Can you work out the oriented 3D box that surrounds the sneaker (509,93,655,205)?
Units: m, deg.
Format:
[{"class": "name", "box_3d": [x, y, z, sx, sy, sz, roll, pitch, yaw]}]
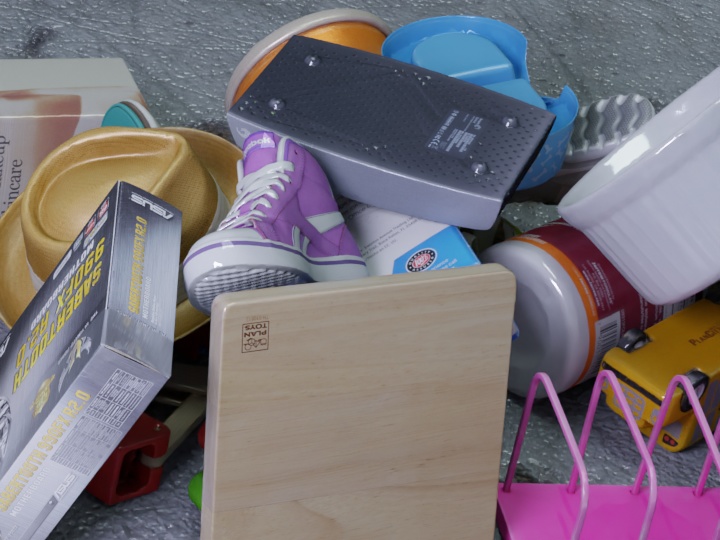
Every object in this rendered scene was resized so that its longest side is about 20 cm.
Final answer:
[{"class": "sneaker", "box_3d": [0.141, -0.068, 1.878, 0.199, 0.082, 0.075, -9, 43, 31]}]

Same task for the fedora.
[{"class": "fedora", "box_3d": [-0.159, -0.037, 1.643, 0.199, 0.082, 0.202, -6, 54, 8]}]

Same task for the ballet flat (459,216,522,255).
[{"class": "ballet flat", "box_3d": [0.080, -0.007, 1.838, 0.066, 0.067, 0.200, 22, 34, 17]}]

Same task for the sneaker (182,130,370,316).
[{"class": "sneaker", "box_3d": [-0.068, -0.033, 1.575, 0.200, 0.072, 0.115, 6, 63, -69]}]

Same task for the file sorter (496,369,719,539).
[{"class": "file sorter", "box_3d": [0.204, 0.145, 1.602, 0.198, 0.126, 0.139, 3, 35, -15]}]

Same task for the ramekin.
[{"class": "ramekin", "box_3d": [0.239, -0.066, 1.688, 0.098, 0.200, 0.200, 52, 38, -4]}]

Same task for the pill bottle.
[{"class": "pill bottle", "box_3d": [0.178, 0.010, 1.803, 0.199, 0.115, 0.114, -21, 46, -41]}]

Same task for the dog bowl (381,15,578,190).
[{"class": "dog bowl", "box_3d": [0.087, -0.122, 1.839, 0.111, 0.050, 0.200, -12, 34, -16]}]

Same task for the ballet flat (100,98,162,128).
[{"class": "ballet flat", "box_3d": [-0.126, -0.038, 1.740, 0.069, 0.070, 0.201, -6, 46, -25]}]

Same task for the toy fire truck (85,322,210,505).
[{"class": "toy fire truck", "box_3d": [-0.143, 0.069, 1.670, 0.141, 0.049, 0.200, 32, 37, 26]}]

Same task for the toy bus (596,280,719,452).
[{"class": "toy bus", "box_3d": [0.246, 0.067, 1.774, 0.065, 0.079, 0.199, 35, 40, 28]}]

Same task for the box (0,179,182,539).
[{"class": "box", "box_3d": [-0.180, 0.067, 1.514, 0.048, 0.200, 0.159, 26, 34, -20]}]

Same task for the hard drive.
[{"class": "hard drive", "box_3d": [0.021, -0.093, 1.702, 0.199, 0.043, 0.135, 18, 37, 13]}]

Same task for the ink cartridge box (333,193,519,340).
[{"class": "ink cartridge box", "box_3d": [0.000, 0.000, 1.729, 0.146, 0.084, 0.200, -33, 42, 2]}]

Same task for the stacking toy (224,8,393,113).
[{"class": "stacking toy", "box_3d": [-0.005, -0.086, 1.909, 0.145, 0.146, 0.201, -10, 59, -30]}]

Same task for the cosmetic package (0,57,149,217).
[{"class": "cosmetic package", "box_3d": [-0.262, -0.091, 1.820, 0.199, 0.104, 0.087, -4, 35, -21]}]

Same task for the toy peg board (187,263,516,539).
[{"class": "toy peg board", "box_3d": [-0.019, 0.088, 1.566, 0.199, 0.201, 0.098, -6, 22, -26]}]
